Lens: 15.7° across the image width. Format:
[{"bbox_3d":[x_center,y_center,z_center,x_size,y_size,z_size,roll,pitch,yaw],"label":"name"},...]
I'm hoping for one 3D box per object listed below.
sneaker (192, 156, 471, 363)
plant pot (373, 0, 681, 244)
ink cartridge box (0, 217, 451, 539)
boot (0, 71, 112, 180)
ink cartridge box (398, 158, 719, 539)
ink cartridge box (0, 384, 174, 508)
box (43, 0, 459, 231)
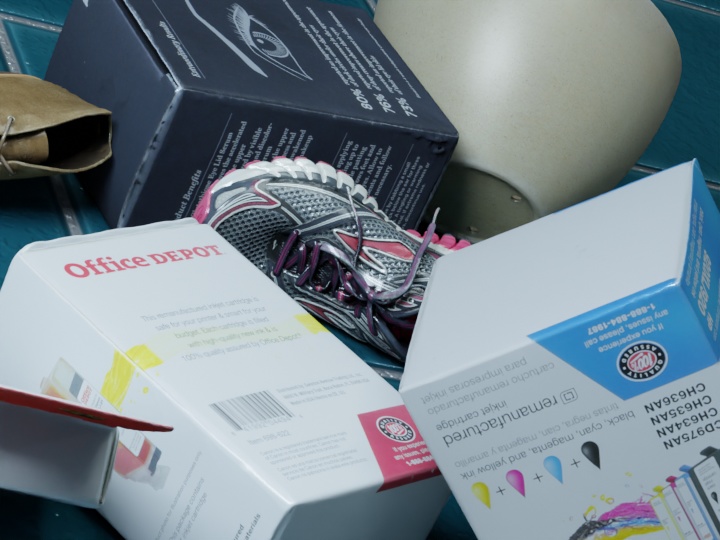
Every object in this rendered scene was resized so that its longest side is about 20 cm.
[{"bbox_3d":[0.000,0.000,1.463,0.199,0.081,0.075,20,30,-16],"label":"sneaker"},{"bbox_3d":[0.087,-0.094,1.630,0.199,0.200,0.135,24,61,-5],"label":"plant pot"},{"bbox_3d":[-0.070,0.071,1.264,0.200,0.084,0.145,41,29,27],"label":"ink cartridge box"},{"bbox_3d":[-0.210,-0.074,1.396,0.075,0.074,0.200,13,15,32],"label":"boot"},{"bbox_3d":[0.132,0.083,1.254,0.201,0.146,0.145,62,19,-19],"label":"ink cartridge box"},{"bbox_3d":[-0.198,0.062,1.109,0.199,0.044,0.173,15,-6,-21],"label":"ink cartridge box"},{"bbox_3d":[-0.068,-0.090,1.538,0.199,0.105,0.148,8,32,-32],"label":"box"}]
